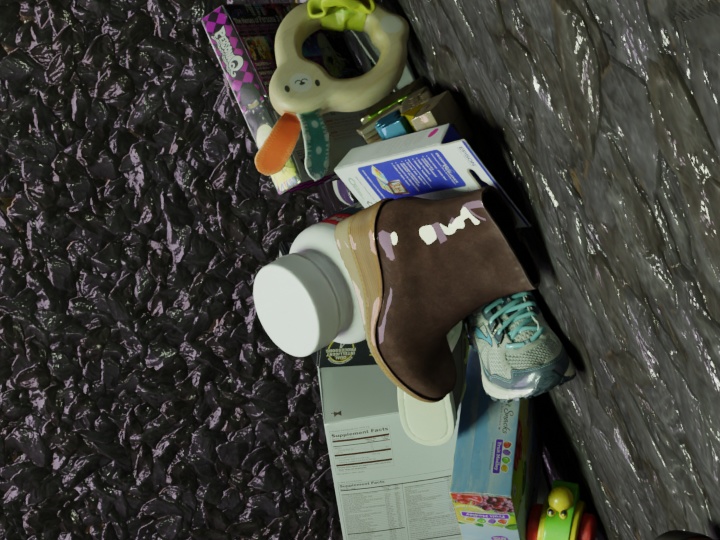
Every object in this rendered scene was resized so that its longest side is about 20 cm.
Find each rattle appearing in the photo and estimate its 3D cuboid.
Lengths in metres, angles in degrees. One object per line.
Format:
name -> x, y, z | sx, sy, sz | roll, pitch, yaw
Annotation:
rattle -> -0.028, -0.194, 1.171 | 0.130, 0.201, 0.143 | 38, 150, -1

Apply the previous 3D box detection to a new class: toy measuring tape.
toy measuring tape -> 0.207, 0.284, 1.351 | 0.201, 0.073, 0.074 | 75, 171, -50

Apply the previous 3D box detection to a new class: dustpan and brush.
dustpan and brush -> 0.004, -0.231, 1.340 | 0.140, 0.057, 0.202 | -126, 14, -73

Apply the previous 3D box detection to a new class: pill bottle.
pill bottle -> 0.000, 0.000, 1.262 | 0.119, 0.199, 0.121 | 26, 129, 36

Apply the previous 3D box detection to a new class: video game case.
video game case -> -0.055, -0.175, 1.306 | 0.199, 0.036, 0.183 | -22, -93, -60

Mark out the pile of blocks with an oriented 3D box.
pile of blocks -> 0.049, -0.121, 1.205 | 0.063, 0.081, 0.200 | 58, 180, -14

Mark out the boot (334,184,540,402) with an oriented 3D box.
boot -> 0.077, 0.026, 1.103 | 0.165, 0.073, 0.202 | -7, 121, 39

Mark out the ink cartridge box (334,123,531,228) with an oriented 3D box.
ink cartridge box -> 0.063, -0.072, 1.124 | 0.095, 0.037, 0.199 | 49, 156, -20

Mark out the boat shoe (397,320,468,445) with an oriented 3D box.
boat shoe -> 0.065, 0.065, 1.236 | 0.060, 0.071, 0.204 | -61, -27, -56

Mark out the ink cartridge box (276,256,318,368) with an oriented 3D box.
ink cartridge box -> 0.016, 0.019, 1.556 | 0.084, 0.198, 0.148 | -134, 21, -79

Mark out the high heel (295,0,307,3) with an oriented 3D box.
high heel -> -0.054, -0.313, 1.514 | 0.143, 0.071, 0.201 | 58, 156, 28

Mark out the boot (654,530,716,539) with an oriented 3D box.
boot -> 0.260, 0.258, 0.806 | 0.200, 0.067, 0.191 | 180, 75, -78

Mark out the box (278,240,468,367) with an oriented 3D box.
box -> 0.008, 0.029, 1.393 | 0.200, 0.159, 0.050 | -121, 31, -58

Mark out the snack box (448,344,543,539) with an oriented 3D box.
snack box -> 0.143, 0.201, 1.353 | 0.201, 0.067, 0.171 | 74, -158, -52

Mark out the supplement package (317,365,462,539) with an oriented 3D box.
supplement package -> 0.036, 0.168, 1.447 | 0.192, 0.145, 0.202 | -98, 0, -53

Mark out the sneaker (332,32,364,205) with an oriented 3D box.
sneaker -> 0.005, -0.167, 1.437 | 0.088, 0.074, 0.203 | -144, 47, -76

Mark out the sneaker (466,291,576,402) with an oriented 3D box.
sneaker -> 0.126, 0.047, 1.162 | 0.200, 0.077, 0.087 | -124, 15, -69

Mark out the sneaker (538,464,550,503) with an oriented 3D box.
sneaker -> 0.148, 0.216, 1.526 | 0.076, 0.113, 0.201 | -122, 12, -53
